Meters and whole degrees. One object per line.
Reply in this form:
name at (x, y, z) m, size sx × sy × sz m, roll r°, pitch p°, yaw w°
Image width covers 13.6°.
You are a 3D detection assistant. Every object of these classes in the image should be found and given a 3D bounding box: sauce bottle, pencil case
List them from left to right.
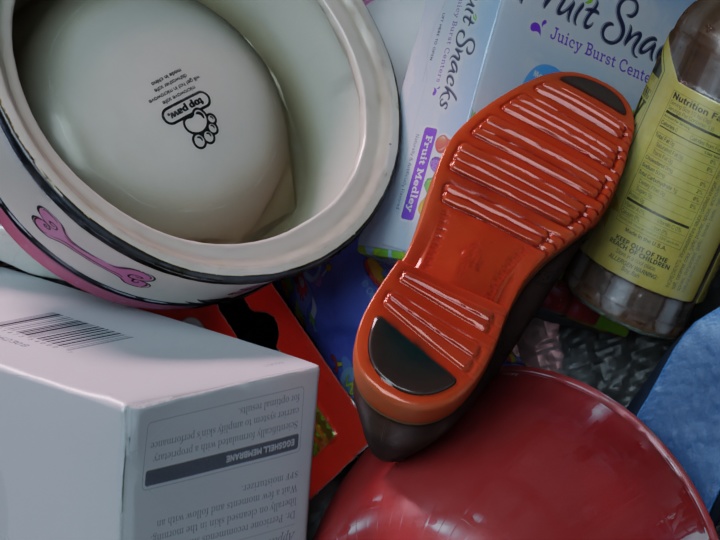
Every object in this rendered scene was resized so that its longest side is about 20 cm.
pencil case at (0.000, 0.000, 1.412) m, size 0.078 × 0.087 × 0.200 m, roll -26°, pitch 66°, yaw -20°
sauce bottle at (0.155, -0.071, 1.316) m, size 0.065 × 0.065 × 0.201 m, roll 30°, pitch 104°, yaw 22°

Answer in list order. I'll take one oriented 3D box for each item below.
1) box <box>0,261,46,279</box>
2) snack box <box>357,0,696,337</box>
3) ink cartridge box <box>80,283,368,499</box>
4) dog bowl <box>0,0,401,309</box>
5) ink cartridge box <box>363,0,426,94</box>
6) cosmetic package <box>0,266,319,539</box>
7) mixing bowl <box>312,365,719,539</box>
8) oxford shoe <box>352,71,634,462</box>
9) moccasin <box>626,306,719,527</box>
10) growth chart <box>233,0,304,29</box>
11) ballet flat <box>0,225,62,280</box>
box at (-0.184, -0.033, 1.477) m, size 0.199 × 0.082 × 0.069 m, roll -16°, pitch 68°, yaw 11°
snack box at (0.087, -0.084, 1.364) m, size 0.053 × 0.142 × 0.201 m, roll 12°, pitch 84°, yaw 45°
ink cartridge box at (-0.111, 0.081, 1.408) m, size 0.200 × 0.050 × 0.163 m, roll -44°, pitch 65°, yaw 20°
dog bowl at (-0.086, -0.072, 1.308) m, size 0.199 × 0.074 × 0.201 m, roll 15°, pitch 58°, yaw -24°
ink cartridge box at (0.009, -0.140, 1.464) m, size 0.199 × 0.068 × 0.117 m, roll 28°, pitch 81°, yaw 23°
cosmetic package at (-0.133, 0.121, 1.285) m, size 0.199 × 0.123 × 0.201 m, roll 16°, pitch 107°, yaw 38°
mixing bowl at (0.048, 0.150, 1.285) m, size 0.199 × 0.108 × 0.201 m, roll 9°, pitch 107°, yaw 32°
oxford shoe at (0.052, -0.005, 1.283) m, size 0.071 × 0.073 × 0.200 m, roll 31°, pitch 59°, yaw 12°
moccasin at (0.135, 0.105, 1.344) m, size 0.080 × 0.068 × 0.200 m, roll 40°, pitch 104°, yaw 12°
growth chart at (-0.063, -0.174, 1.461) m, size 0.200 × 0.018 × 0.145 m, roll 6°, pitch 66°, yaw 54°
ballet flat at (-0.183, -0.063, 1.340) m, size 0.200 × 0.069 × 0.070 m, roll 37°, pitch 85°, yaw 9°
